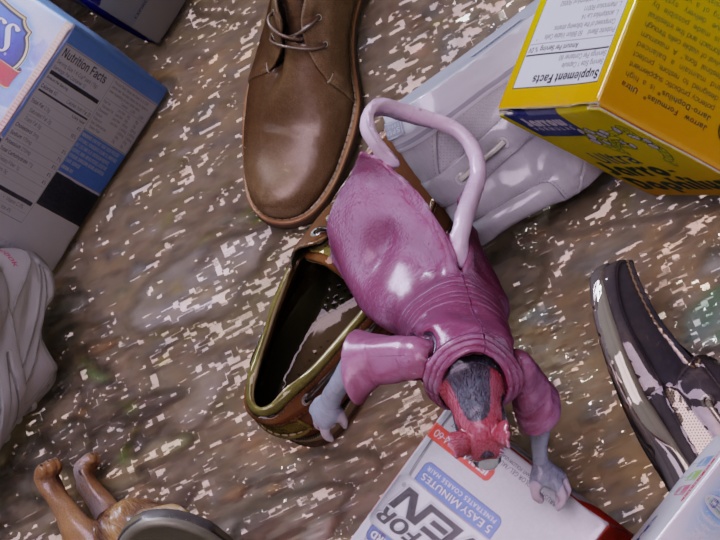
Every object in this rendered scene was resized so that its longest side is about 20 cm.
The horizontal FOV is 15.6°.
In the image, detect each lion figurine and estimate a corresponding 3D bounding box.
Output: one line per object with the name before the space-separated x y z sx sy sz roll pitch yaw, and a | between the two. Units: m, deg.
lion figurine | -0.166 0.182 1.447 0.200 0.072 0.123 -40 72 20

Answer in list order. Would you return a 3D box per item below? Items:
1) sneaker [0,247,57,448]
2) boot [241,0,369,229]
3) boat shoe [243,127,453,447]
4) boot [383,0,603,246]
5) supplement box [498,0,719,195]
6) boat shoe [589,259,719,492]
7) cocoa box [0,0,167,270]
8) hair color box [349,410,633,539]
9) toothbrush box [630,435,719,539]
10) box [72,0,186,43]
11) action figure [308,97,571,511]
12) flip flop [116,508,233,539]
sneaker | -0.213 0.078 1.478 0.078 0.099 0.201 35 117 33
boot | -0.036 -0.125 1.462 0.073 0.075 0.202 7 81 20
boat shoe | 0.000 0.000 1.421 0.072 0.068 0.201 20 84 25
boot | 0.115 -0.098 1.411 0.199 0.074 0.096 -35 99 -5
supplement box | 0.170 -0.149 1.329 0.109 0.109 0.201 4 71 66
boat shoe | 0.180 0.082 1.341 0.073 0.075 0.201 -25 79 3
cocoa box | -0.238 -0.116 1.501 0.199 0.133 0.132 34 91 24
hair color box | 0.037 0.183 1.368 0.111 0.064 0.201 36 92 23
toothbrush box | 0.207 0.195 1.246 0.200 0.086 0.146 40 84 3
box | -0.165 -0.260 1.524 0.199 0.105 0.185 31 89 24
action figure | 0.054 0.027 1.305 0.200 0.133 0.150 -113 37 -60
flip flop | -0.101 0.221 1.372 0.080 0.058 0.201 10 106 0
